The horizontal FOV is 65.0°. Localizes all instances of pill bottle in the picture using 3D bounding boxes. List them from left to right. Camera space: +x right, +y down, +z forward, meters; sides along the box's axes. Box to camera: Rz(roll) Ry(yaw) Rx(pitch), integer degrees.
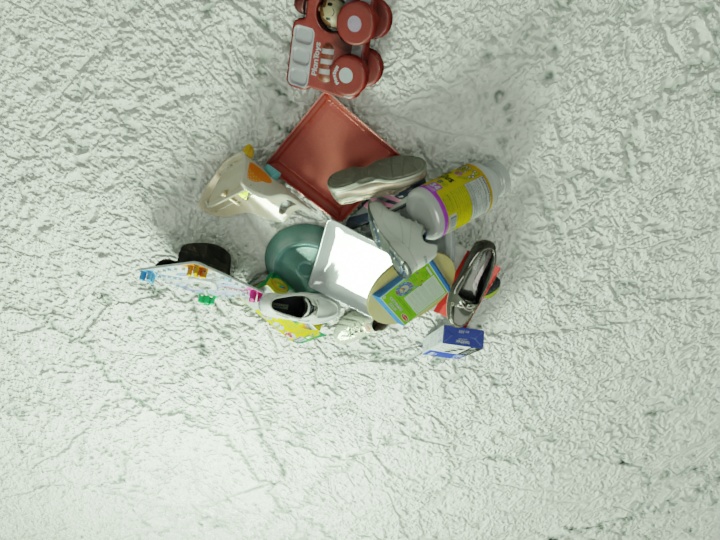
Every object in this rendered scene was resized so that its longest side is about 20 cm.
[{"bbox_3d":[0.193,-0.144,1.092,0.199,0.104,0.105,-27,127,-22],"label":"pill bottle"}]

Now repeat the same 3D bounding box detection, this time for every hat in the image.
[{"bbox_3d":[-0.340,-0.016,1.242,0.199,0.082,0.201,8,160,3],"label":"hat"}]

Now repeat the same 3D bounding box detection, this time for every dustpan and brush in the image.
[{"bbox_3d":[0.091,-0.077,1.167,0.198,0.057,0.141,1,98,22],"label":"dustpan and brush"}]

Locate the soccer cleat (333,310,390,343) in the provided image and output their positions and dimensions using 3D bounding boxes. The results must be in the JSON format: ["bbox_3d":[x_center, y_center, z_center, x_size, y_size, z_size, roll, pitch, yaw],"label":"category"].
[{"bbox_3d":[0.013,0.125,1.337,0.199,0.078,0.069,-32,118,22],"label":"soccer cleat"}]

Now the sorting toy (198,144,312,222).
[{"bbox_3d":[-0.196,-0.151,1.137,0.179,0.108,0.199,29,157,-32],"label":"sorting toy"}]

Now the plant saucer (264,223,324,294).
[{"bbox_3d":[-0.120,-0.010,1.275,0.198,0.036,0.201,1,124,1],"label":"plant saucer"}]

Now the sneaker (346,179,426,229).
[{"bbox_3d":[0.044,-0.153,1.167,0.199,0.070,0.083,-26,91,24],"label":"sneaker"}]

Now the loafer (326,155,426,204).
[{"bbox_3d":[0.036,-0.173,1.103,0.198,0.072,0.063,-8,141,15],"label":"loafer"}]

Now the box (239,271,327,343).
[{"bbox_3d":[-0.172,0.095,1.319,0.117,0.049,0.200,-21,123,42],"label":"box"}]

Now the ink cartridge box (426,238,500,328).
[{"bbox_3d":[0.175,0.016,1.216,0.199,0.050,0.162,30,107,9],"label":"ink cartridge box"}]

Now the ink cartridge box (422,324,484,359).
[{"bbox_3d":[0.211,0.170,1.313,0.093,0.045,0.200,9,164,-4],"label":"ink cartridge box"}]

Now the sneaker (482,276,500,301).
[{"bbox_3d":[0.216,0.022,1.267,0.198,0.074,0.082,-1,121,0],"label":"sneaker"}]

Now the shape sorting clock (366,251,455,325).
[{"bbox_3d":[0.102,0.036,1.147,0.199,0.039,0.201,-20,138,-19],"label":"shape sorting clock"}]

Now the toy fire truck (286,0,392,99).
[{"bbox_3d":[-0.044,-0.400,0.972,0.167,0.112,0.201,19,123,11],"label":"toy fire truck"}]

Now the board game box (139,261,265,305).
[{"bbox_3d":[-0.342,0.034,1.221,0.199,0.026,0.200,-6,156,36],"label":"board game box"}]

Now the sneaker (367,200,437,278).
[{"bbox_3d":[0.075,-0.068,1.074,0.087,0.201,0.075,-24,141,-10],"label":"sneaker"}]

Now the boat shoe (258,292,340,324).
[{"bbox_3d":[-0.122,0.085,1.241,0.198,0.065,0.074,1,89,-33],"label":"boat shoe"}]

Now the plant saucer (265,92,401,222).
[{"bbox_3d":[-0.053,-0.224,1.126,0.199,0.037,0.200,36,118,-21],"label":"plant saucer"}]

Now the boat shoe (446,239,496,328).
[{"bbox_3d":[0.229,0.032,1.175,0.066,0.057,0.202,17,103,-6],"label":"boat shoe"}]

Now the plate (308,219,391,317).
[{"bbox_3d":[0.000,0.000,1.205,0.198,0.032,0.201,26,131,6],"label":"plate"}]
